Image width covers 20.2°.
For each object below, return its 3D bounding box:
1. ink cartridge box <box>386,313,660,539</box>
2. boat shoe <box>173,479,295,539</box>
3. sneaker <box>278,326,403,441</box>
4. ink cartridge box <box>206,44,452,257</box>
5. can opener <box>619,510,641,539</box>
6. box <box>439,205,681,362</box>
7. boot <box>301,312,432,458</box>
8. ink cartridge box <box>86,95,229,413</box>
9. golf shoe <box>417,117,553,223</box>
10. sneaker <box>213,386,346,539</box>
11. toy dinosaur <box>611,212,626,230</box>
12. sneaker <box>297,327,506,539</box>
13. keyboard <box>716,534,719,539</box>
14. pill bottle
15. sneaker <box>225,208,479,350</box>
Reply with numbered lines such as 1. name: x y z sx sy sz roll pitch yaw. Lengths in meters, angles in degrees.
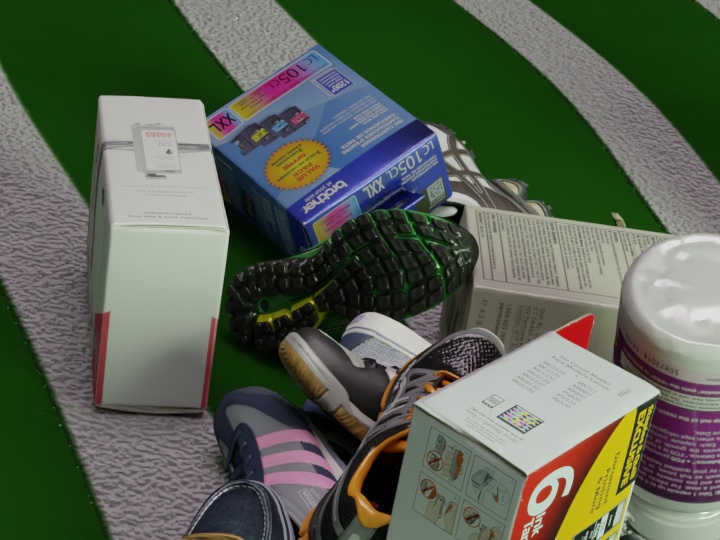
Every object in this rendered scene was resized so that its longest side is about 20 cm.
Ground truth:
1. ink cartridge box: 0.096 0.147 1.162 0.084 0.202 0.175 30 35 30
2. boat shoe: -0.084 0.171 1.128 0.070 0.091 0.201 -3 39 12
3. sneaker: 0.040 0.087 1.296 0.199 0.088 0.076 38 -2 -11
4. ink cartridge box: -0.022 -0.079 1.604 0.136 0.077 0.200 -35 48 -16
5. can opener: 0.160 0.199 1.265 0.066 0.053 0.200 -29 33 1
6. box: 0.164 0.039 1.472 0.198 0.110 0.128 8 29 -5
7. boot: 0.060 0.115 1.364 0.199 0.073 0.091 28 62 10
8. ink cartridge box: -0.147 -0.016 1.425 0.082 0.148 0.201 2 29 -11
9. golf shoe: 0.061 -0.063 1.653 0.199 0.078 0.094 30 34 32
10. sneaker: -0.056 0.139 1.262 0.081 0.071 0.200 -7 32 -32
11. toy dinosaur: 0.222 -0.009 1.596 0.087 0.048 0.200 22 -5 2
12. sneaker: 0.039 0.106 1.202 0.078 0.077 0.201 34 55 1
13. keyboard: 0.301 0.149 1.426 0.056 0.011 0.199 31 35 32
14. pill bottle: 0.214 0.084 1.302 0.111 0.201 0.113 0 43 0
15. sneaker: 0.000 0.000 1.446 0.199 0.079 0.085 -14 2 33
